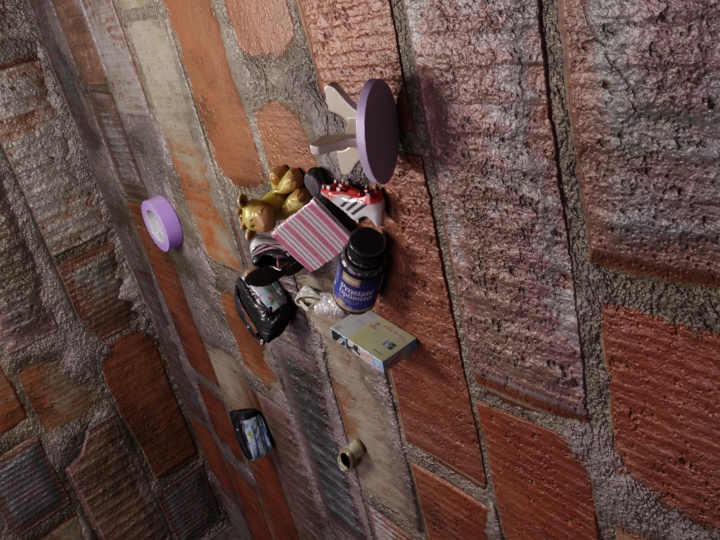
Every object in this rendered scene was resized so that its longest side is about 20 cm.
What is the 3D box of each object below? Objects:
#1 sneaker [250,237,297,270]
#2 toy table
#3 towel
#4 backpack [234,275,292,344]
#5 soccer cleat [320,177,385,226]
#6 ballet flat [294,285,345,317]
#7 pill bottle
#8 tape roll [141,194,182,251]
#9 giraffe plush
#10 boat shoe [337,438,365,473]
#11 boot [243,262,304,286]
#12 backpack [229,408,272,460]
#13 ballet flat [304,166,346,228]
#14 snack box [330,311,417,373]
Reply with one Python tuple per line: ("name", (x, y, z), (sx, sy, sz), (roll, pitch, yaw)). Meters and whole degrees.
("sneaker", (-0.189, -0.036, 1.821), (0.087, 0.194, 0.082), (-92, -9, -50))
("toy table", (-0.003, -0.271, 1.371), (0.115, 0.183, 0.205), (12, 119, 30))
("towel", (-0.114, -0.085, 1.712), (0.146, 0.030, 0.199), (44, 136, -15))
("backpack", (-0.296, 0.097, 2.148), (0.201, 0.125, 0.168), (51, 137, 18))
("soccer cleat", (-0.019, -0.151, 1.579), (0.197, 0.068, 0.087), (17, 125, 44))
("ballet flat", (-0.113, 0.095, 1.925), (0.198, 0.071, 0.073), (14, 127, 51))
("pill bottle", (0.000, 0.000, 1.628), (0.112, 0.111, 0.202), (45, 147, 24))
("tape roll", (-0.747, -0.178, 2.669), (0.199, 0.065, 0.204), (38, 142, 36))
("giraffe plush", (-0.231, -0.159, 1.798), (0.198, 0.160, 0.176), (-6, 110, 57))
("boat shoe", (-0.041, 0.591, 2.223), (0.074, 0.062, 0.202), (52, 149, 14))
("boot", (-0.242, -0.015, 1.900), (0.076, 0.197, 0.074), (47, 133, 24))
("backpack", (-0.433, 0.652, 2.816), (0.162, 0.151, 0.206), (-15, 81, 57))
("ballet flat", (-0.074, -0.153, 1.693), (0.065, 0.057, 0.204), (-10, 114, 35))
("snack box", (0.031, 0.163, 1.711), (0.198, 0.115, 0.038), (29, 138, 43))
